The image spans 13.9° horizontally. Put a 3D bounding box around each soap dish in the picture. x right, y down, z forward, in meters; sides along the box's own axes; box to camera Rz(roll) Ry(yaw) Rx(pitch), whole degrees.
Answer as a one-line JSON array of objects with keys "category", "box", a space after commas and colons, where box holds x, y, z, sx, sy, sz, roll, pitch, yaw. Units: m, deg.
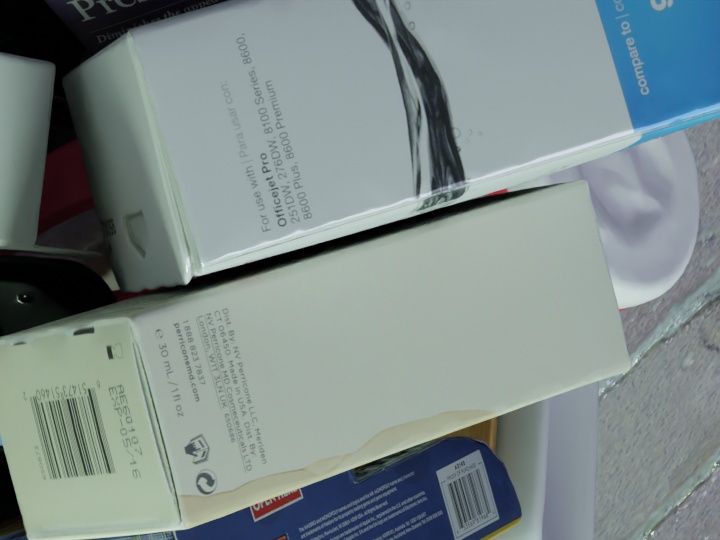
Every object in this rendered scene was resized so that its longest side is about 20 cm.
[{"category": "soap dish", "box": [0.062, 0.079, 1.403, 0.158, 0.081, 0.201, 66, 26, -58]}]

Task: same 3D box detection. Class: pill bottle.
[{"category": "pill bottle", "box": [0.034, -0.019, 1.238, 0.199, 0.111, 0.110, -18, 174, 42]}]

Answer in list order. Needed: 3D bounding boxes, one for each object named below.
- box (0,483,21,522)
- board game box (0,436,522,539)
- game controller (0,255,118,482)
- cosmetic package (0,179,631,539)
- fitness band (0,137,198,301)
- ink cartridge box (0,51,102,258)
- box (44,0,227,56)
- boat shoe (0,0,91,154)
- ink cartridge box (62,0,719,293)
[{"category": "box", "box": [-0.176, 0.151, 1.174, 0.158, 0.046, 0.201, -2, 96, -35]}, {"category": "board game box", "box": [-0.076, 0.110, 1.116, 0.200, 0.199, 0.062, -22, 96, -54]}, {"category": "game controller", "box": [-0.180, 0.034, 1.058, 0.199, 0.042, 0.105, 1, 141, 3]}, {"category": "cosmetic package", "box": [-0.017, 0.029, 1.011, 0.199, 0.103, 0.074, -16, 93, -36]}, {"category": "fitness band", "box": [-0.094, -0.010, 1.161, 0.143, 0.038, 0.200, -20, 162, -5]}, {"category": "ink cartridge box", "box": [-0.185, -0.048, 0.990, 0.200, 0.116, 0.068, 9, 87, -56]}, {"category": "box", "box": [-0.035, -0.165, 0.972, 0.199, 0.079, 0.141, -18, 139, 19]}, {"category": "boat shoe", "box": [-0.120, -0.085, 1.092, 0.070, 0.066, 0.200, -41, 147, -15]}, {"category": "ink cartridge box", "box": [0.011, -0.060, 1.005, 0.199, 0.085, 0.145, -17, -179, -15]}]
